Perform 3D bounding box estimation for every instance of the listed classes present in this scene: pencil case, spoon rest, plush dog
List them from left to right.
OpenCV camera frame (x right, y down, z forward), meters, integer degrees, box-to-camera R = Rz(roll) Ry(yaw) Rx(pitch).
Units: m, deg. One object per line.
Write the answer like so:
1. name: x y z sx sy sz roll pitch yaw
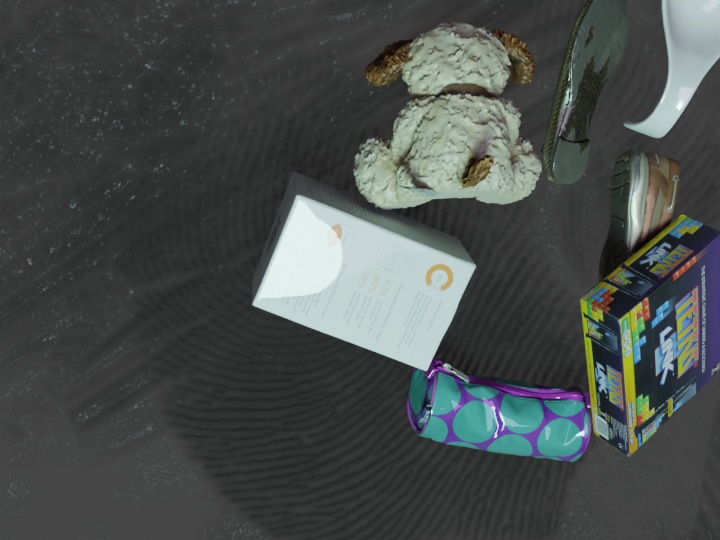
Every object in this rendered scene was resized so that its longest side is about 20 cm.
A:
1. plush dog: 0.092 -0.159 1.021 0.196 0.160 0.175 -3 84 -6
2. pencil case: 0.154 0.155 1.155 0.197 0.086 0.093 11 122 -10
3. spoon rest: 0.333 -0.230 1.054 0.098 0.061 0.203 16 108 -11

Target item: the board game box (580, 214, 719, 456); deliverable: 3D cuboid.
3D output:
1. board game box: 0.311 0.070 1.093 0.164 0.056 0.202 -35 132 -22

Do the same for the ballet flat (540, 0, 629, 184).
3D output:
1. ballet flat: 0.224 -0.189 1.068 0.066 0.046 0.203 5 106 -23

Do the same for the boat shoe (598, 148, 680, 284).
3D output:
1. boat shoe: 0.305 -0.028 1.115 0.070 0.076 0.203 1 111 -9

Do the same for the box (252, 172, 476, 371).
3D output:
1. box: 0.000 0.000 1.077 0.197 0.098 0.126 21 105 -12
